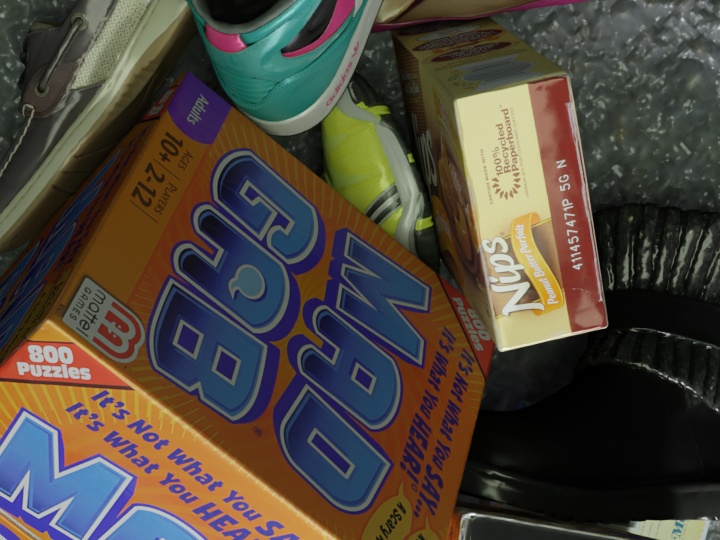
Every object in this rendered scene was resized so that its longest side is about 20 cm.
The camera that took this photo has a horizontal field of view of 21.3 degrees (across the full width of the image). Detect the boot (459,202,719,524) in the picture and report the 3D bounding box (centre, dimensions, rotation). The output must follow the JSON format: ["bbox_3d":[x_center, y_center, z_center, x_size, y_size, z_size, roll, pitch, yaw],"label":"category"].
[{"bbox_3d":[0.121,0.043,0.963,0.210,0.079,0.160,6,88,-39],"label":"boot"}]

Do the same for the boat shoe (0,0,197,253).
[{"bbox_3d":[-0.134,-0.101,0.938,0.065,0.072,0.201,37,102,3],"label":"boat shoe"}]

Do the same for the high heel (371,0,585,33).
[{"bbox_3d":[0.040,-0.150,0.930,0.198,0.096,0.068,-14,106,-4],"label":"high heel"}]

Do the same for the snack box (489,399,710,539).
[{"bbox_3d":[0.119,0.180,1.059,0.115,0.037,0.202,12,103,-11],"label":"snack box"}]

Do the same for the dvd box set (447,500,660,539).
[{"bbox_3d":[0.093,0.135,0.921,0.145,0.200,0.030,12,85,-10],"label":"dvd box set"}]

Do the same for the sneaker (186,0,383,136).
[{"bbox_3d":[-0.027,-0.174,0.878,0.083,0.121,0.202,14,78,18],"label":"sneaker"}]

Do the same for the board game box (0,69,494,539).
[{"bbox_3d":[-0.086,0.078,0.882,0.200,0.200,0.200,38,125,-13],"label":"board game box"}]

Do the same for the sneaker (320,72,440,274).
[{"bbox_3d":[0.000,0.000,0.976,0.076,0.075,0.202,-12,105,-5],"label":"sneaker"}]

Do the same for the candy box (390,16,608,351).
[{"bbox_3d":[0.061,-0.049,0.905,0.055,0.200,0.117,-12,106,-3],"label":"candy box"}]
